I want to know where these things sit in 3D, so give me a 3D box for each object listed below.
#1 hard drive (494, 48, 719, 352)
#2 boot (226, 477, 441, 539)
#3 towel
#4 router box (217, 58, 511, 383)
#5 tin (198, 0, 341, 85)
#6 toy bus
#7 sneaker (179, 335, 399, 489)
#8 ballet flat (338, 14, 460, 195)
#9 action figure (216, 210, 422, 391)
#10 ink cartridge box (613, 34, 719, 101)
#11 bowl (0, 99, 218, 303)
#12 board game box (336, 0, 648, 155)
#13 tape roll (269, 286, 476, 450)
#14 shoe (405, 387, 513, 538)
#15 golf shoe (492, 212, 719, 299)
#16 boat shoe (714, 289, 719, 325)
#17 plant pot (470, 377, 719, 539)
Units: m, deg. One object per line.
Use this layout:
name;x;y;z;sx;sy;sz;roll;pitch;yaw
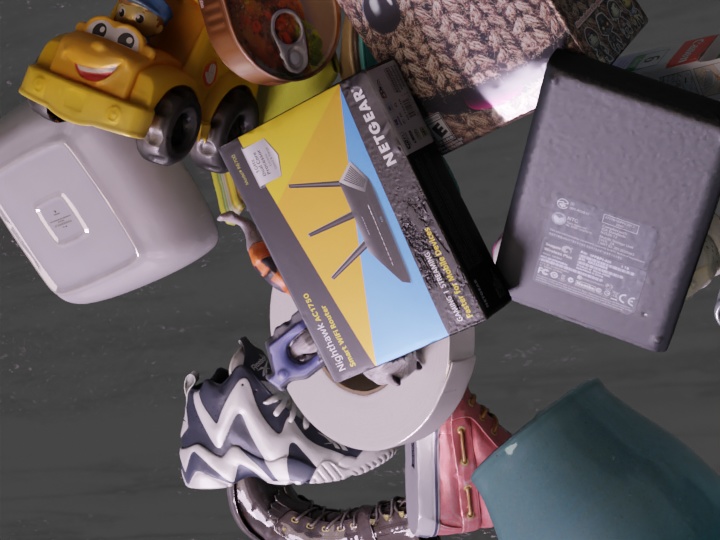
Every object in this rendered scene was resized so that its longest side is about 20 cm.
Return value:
hard drive;0.178;-0.047;1.350;0.139;0.033;0.200;20;129;11
boot;-0.014;0.230;1.769;0.174;0.069;0.200;-18;113;33
towel;-0.071;-0.128;1.553;0.200;0.018;0.086;-51;45;42
router box;0.003;-0.034;1.414;0.149;0.051;0.200;-25;93;34
tin;-0.079;-0.238;1.438;0.042;0.112;0.201;-8;99;53
toy bus;-0.147;-0.185;1.480;0.135;0.200;0.193;24;100;22
sneaker;-0.069;0.121;1.709;0.198;0.079;0.130;-5;99;16
ballet flat;0.017;-0.121;1.505;0.063;0.069;0.201;0;119;44
action figure;0.000;0.000;1.526;0.200;0.105;0.194;-30;82;14
ink cartridge box;0.241;-0.108;1.384;0.200;0.050;0.109;-11;113;35
bowl;-0.249;-0.062;1.705;0.200;0.075;0.200;-20;107;41
board game box;0.080;-0.212;1.382;0.159;0.097;0.200;-25;105;40
tape roll;0.008;0.049;1.588;0.202;0.037;0.204;6;100;40
shoe;0.087;0.128;1.632;0.091;0.071;0.201;-2;100;-11
golf shoe;0.180;-0.007;1.462;0.199;0.092;0.076;-4;119;35
boat shoe;0.356;0.034;1.392;0.200;0.072;0.070;5;123;29
plant pot;0.194;0.198;1.535;0.188;0.200;0.200;51;134;12
